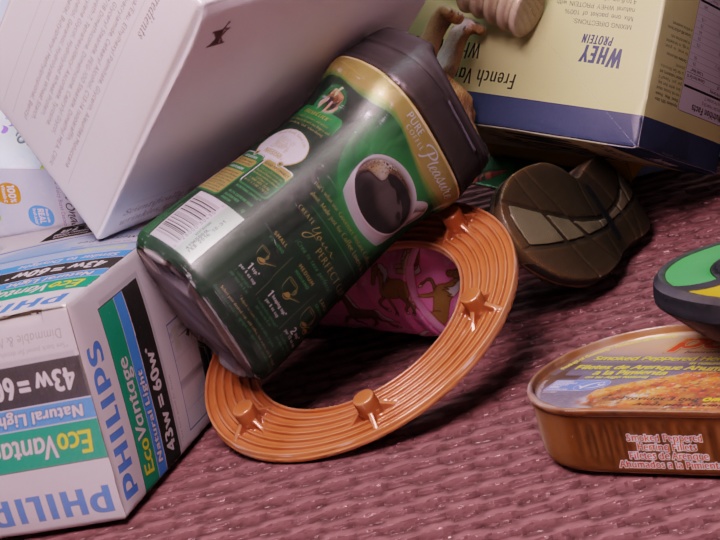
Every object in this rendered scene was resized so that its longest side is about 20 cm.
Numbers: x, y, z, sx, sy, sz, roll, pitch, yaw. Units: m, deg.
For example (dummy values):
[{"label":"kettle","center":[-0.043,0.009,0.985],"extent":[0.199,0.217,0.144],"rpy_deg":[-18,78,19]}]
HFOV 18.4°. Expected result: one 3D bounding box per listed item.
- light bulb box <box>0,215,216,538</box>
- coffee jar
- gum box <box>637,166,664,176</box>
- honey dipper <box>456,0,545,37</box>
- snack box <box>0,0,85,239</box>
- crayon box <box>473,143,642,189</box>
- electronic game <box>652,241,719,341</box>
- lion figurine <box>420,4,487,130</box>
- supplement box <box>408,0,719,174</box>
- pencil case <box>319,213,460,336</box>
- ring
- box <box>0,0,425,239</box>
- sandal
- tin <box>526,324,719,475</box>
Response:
[{"label":"light bulb box","center":[-0.200,0.061,1.272],"extent":[0.197,0.126,0.200],"rpy_deg":[-10,14,18]},{"label":"coffee jar","center":[-0.022,-0.041,1.242],"extent":[0.200,0.105,0.085],"rpy_deg":[-42,37,-15]},{"label":"gum box","center":[0.272,-0.129,1.671],"extent":[0.169,0.045,0.200],"rpy_deg":[-13,13,14]},{"label":"honey dipper","center":[0.027,-0.203,1.422],"extent":[0.199,0.038,0.038],"rpy_deg":[28,35,26]},{"label":"snack box","center":[-0.221,-0.099,1.399],"extent":[0.199,0.068,0.169],"rpy_deg":[1,46,6]},{"label":"crayon box","center":[0.169,-0.134,1.592],"extent":[0.126,0.051,0.200],"rpy_deg":[12,53,36]},{"label":"electronic game","center":[0.241,-0.001,1.075],"extent":[0.199,0.042,0.200],"rpy_deg":[-8,10,1]},{"label":"lion figurine","center":[0.000,-0.127,1.408],"extent":[0.199,0.123,0.072],"rpy_deg":[31,8,21]},{"label":"supplement box","center":[0.139,-0.181,1.460],"extent":[0.199,0.201,0.134],"rpy_deg":[10,0,32]},{"label":"pencil case","center":[0.000,0.000,1.390],"extent":[0.199,0.083,0.087],"rpy_deg":[2,48,50]},{"label":"ring","center":[-0.004,0.027,1.250],"extent":[0.199,0.019,0.201],"rpy_deg":[-23,33,16]},{"label":"box","center":[-0.083,-0.150,1.272],"extent":[0.198,0.131,0.200],"rpy_deg":[-22,-25,-40]},{"label":"sandal","center":[0.123,-0.027,1.379],"extent":[0.054,0.082,0.200],"rpy_deg":[-34,-2,25]},{"label":"tin","center":[0.173,0.060,1.061],"extent":[0.199,0.042,0.112],"rpy_deg":[-2,23,41]}]
